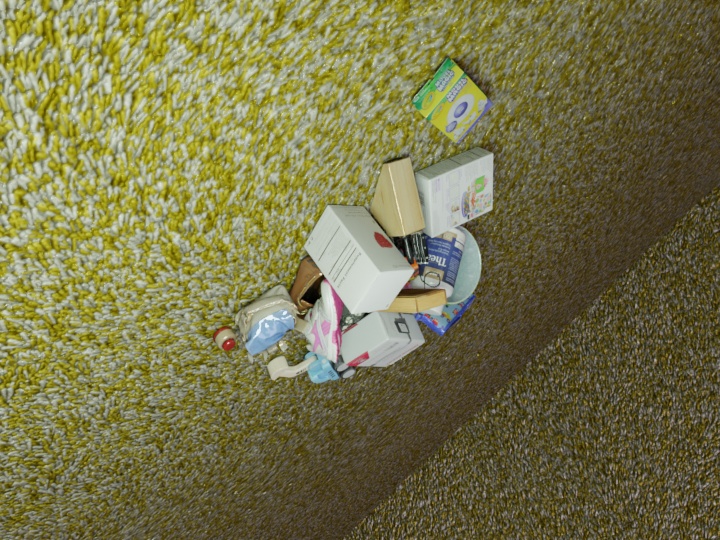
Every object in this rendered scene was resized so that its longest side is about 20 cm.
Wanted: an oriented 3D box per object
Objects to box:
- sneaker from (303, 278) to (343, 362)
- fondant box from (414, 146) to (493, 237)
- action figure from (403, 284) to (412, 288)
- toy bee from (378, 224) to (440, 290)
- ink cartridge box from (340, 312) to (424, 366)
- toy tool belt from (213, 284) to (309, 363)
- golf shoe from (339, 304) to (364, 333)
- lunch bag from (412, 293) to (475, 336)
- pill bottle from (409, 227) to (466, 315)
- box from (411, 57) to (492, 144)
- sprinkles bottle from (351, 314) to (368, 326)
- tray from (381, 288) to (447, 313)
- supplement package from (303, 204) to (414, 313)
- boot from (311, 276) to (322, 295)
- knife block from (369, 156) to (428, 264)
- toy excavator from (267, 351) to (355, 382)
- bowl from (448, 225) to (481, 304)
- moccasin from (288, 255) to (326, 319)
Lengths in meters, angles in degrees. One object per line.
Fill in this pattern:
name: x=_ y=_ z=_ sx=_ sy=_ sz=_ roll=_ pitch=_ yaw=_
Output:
sneaker: x=-0.087 y=0.111 z=1.549 sx=0.082 sy=0.086 sz=0.205 roll=-71 pitch=166 yaw=-63
fondant box: x=0.220 y=-0.183 z=1.628 sx=0.197 sy=0.058 sz=0.148 roll=-24 pitch=126 yaw=-26
action figure: x=0.061 y=0.020 z=1.770 sx=0.200 sy=0.147 sz=0.136 roll=41 pitch=75 yaw=-43
toy bee: x=0.093 y=-0.014 z=1.624 sx=0.127 sy=0.204 sz=0.110 roll=-2 pitch=146 yaw=-18
ink cartridge box: x=0.054 y=0.177 z=1.796 sx=0.144 sy=0.085 sz=0.198 roll=-35 pitch=156 yaw=24
toy tool belt: x=-0.216 y=0.136 z=1.534 sx=0.198 sy=0.124 sz=0.126 roll=-35 pitch=152 yaw=-7
golf shoe: x=-0.043 y=0.099 z=1.635 sx=0.201 sy=0.077 sz=0.088 roll=-50 pitch=-178 yaw=23
lunch bag: x=0.200 y=0.088 z=1.891 sx=0.199 sy=0.150 sz=0.095 roll=-33 pitch=159 yaw=-54
pill bottle: x=0.181 y=-0.002 z=1.689 sx=0.111 sy=0.108 sz=0.205 roll=35 pitch=69 yaw=-62
box: x=0.186 y=-0.342 z=1.420 sx=0.118 sy=0.049 sz=0.198 roll=-48 pitch=150 yaw=15
sprinkles bottle: x=0.003 y=0.152 z=1.890 sx=0.198 sy=0.069 sz=0.069 roll=1 pitch=133 yaw=-51
tray: x=0.093 y=0.066 z=1.591 sx=0.097 sy=0.038 sz=0.198 roll=-14 pitch=-172 yaw=-37
supplement package: x=-0.005 y=-0.026 z=1.476 sx=0.120 sy=0.201 sz=0.121 roll=-3 pitch=137 yaw=-49
boot: x=-0.064 y=0.040 z=1.657 sx=0.095 sy=0.074 sz=0.202 roll=-32 pitch=159 yaw=-32
knife block: x=0.099 y=-0.113 z=1.504 sx=0.063 sy=0.176 sz=0.202 roll=-20 pitch=147 yaw=-31
toy excavator: x=-0.130 y=0.251 z=1.855 sx=0.197 sy=0.101 sz=0.195 roll=-30 pitch=151 yaw=-1
bowl: x=0.210 y=-0.017 z=1.833 sx=0.197 sy=0.205 sz=0.107 roll=-23 pitch=-169 yaw=-28
moccasin: x=-0.116 y=0.059 z=1.593 sx=0.072 sy=0.078 sz=0.204 roll=-14 pitch=143 yaw=-39
